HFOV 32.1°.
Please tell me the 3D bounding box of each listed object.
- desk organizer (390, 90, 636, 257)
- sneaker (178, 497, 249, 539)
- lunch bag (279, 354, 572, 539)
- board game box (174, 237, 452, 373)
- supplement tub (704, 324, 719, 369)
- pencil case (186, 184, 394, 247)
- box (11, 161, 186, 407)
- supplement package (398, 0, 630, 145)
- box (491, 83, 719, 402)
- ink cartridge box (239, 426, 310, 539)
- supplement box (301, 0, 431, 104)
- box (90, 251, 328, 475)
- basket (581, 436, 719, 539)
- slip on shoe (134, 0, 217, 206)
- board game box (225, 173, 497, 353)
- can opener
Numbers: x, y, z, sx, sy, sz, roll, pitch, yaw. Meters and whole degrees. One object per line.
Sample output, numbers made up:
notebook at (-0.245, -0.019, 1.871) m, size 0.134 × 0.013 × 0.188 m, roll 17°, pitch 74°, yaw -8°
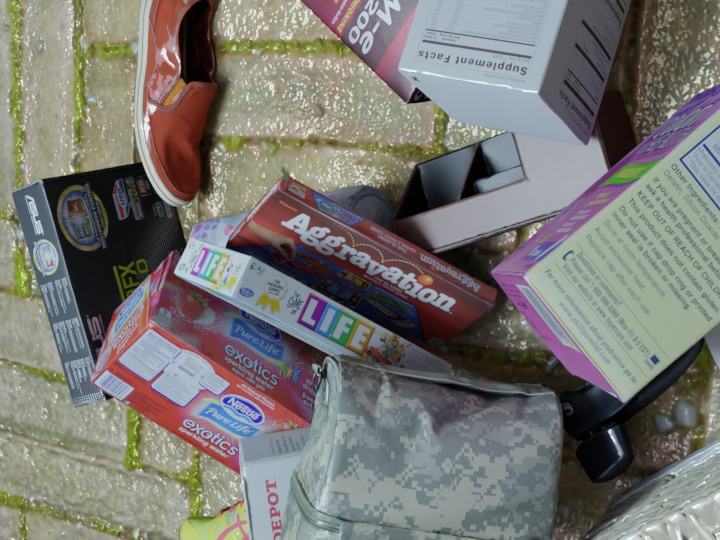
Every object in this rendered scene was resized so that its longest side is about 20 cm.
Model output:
desk organizer at (0.115, -0.070, 0.973) m, size 0.198 × 0.071 × 0.078 m, roll -17°, pitch 89°, yaw 35°
sneaker at (-0.087, 0.230, 1.179) m, size 0.198 × 0.078 × 0.092 m, roll -7°, pitch 89°, yaw 29°
lunch bag at (0.049, 0.156, 0.921) m, size 0.197 × 0.139 × 0.170 m, roll 10°, pitch 96°, yaw -10°
board game box at (-0.039, 0.039, 1.005) m, size 0.134 × 0.199 × 0.035 m, roll 15°, pitch 77°, yaw 62°
supplement tub at (0.334, 0.017, 0.795) m, size 0.200 × 0.145 × 0.145 m, roll -44°, pitch 76°, yaw 25°
pencil case at (-0.059, -0.016, 1.093) m, size 0.198 × 0.083 × 0.091 m, roll -8°, pitch 126°, yaw 34°
box at (-0.223, 0.007, 1.159) m, size 0.044 × 0.160 × 0.202 m, roll -15°, pitch 92°, yaw 34°
supplement package at (0.121, -0.205, 0.871) m, size 0.113 × 0.109 × 0.202 m, roll 15°, pitch 85°, yaw 30°
box at (0.195, -0.025, 0.799) m, size 0.199 × 0.176 × 0.097 m, roll -39°, pitch 91°, yaw 1°
ink cartridge box at (0.005, 0.202, 1.034) m, size 0.197 × 0.084 × 0.147 m, roll -8°, pitch 99°, yaw -7°
supplement box at (0.012, -0.241, 1.008) m, size 0.200 × 0.061 × 0.109 m, roll 45°, pitch 121°, yaw 16°
box at (-0.120, 0.091, 1.092) m, size 0.199 × 0.096 × 0.100 m, roll 35°, pitch 125°, yaw -21°
basket at (0.273, 0.230, 0.884) m, size 0.198 × 0.160 × 0.201 m, roll -37°, pitch 78°, yaw 34°
slip on shoe at (-0.163, -0.158, 1.139) m, size 0.061 × 0.074 × 0.203 m, roll 6°, pitch 99°, yaw 29°
board game box at (0.000, 0.000, 0.999) m, size 0.199 × 0.020 × 0.103 m, roll 28°, pitch 141°, yaw -16°
can opener at (0.200, 0.086, 0.912) m, size 0.079 × 0.063 × 0.201 m, roll 56°, pitch 154°, yaw 21°
